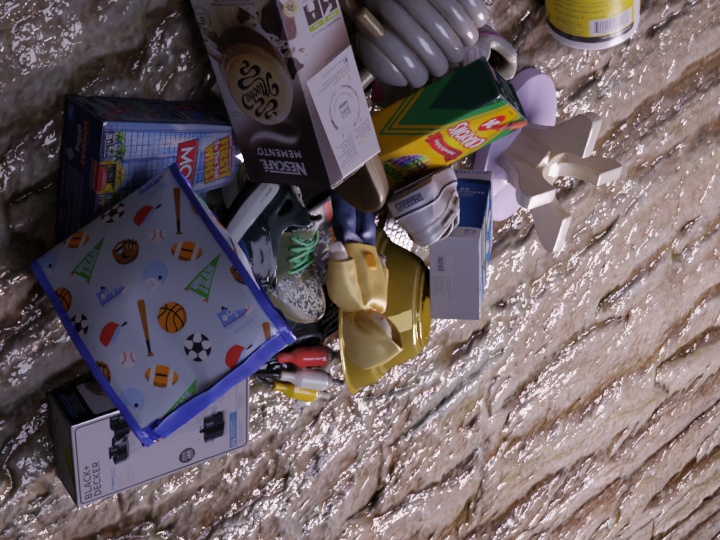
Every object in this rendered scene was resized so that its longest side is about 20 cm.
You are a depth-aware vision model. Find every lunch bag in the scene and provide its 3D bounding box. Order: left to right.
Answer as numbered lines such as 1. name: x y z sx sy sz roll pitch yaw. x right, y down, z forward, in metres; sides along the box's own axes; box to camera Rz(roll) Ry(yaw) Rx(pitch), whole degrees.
1. lunch bag: -0.169 0.039 1.436 0.170 0.200 0.124 -37 147 -1

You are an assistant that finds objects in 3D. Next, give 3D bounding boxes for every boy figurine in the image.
1. boy figurine: 0.000 0.000 1.669 0.124 0.064 0.201 27 52 -64

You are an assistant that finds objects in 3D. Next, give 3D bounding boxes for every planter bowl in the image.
1. planter bowl: 0.034 0.039 1.805 0.200 0.083 0.201 1 90 -80

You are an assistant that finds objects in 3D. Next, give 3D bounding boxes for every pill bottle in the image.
1. pill bottle: 0.262 -0.359 1.823 0.111 0.111 0.200 -38 142 -25

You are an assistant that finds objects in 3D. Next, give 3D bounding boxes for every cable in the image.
1. cable: -0.109 0.107 1.748 0.199 0.050 0.097 -4 132 -29

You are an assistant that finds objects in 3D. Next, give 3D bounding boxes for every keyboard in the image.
1. keyboard: 0.044 -0.043 1.905 0.056 0.011 0.201 -12 127 -46

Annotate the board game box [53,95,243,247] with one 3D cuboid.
1. board game box: -0.190 -0.083 1.533 0.199 0.062 0.201 -19 132 -41

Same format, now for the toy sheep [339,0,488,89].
1. toy sheep: 0.054 -0.256 1.642 0.200 0.138 0.138 -43 147 5

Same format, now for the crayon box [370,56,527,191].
1. crayon box: 0.067 -0.145 1.707 0.200 0.051 0.127 -26 165 15

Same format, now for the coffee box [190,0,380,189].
1. coffee box: -0.069 -0.183 1.491 0.080 0.113 0.201 -40 123 -39

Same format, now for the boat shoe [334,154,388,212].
1. boat shoe: -0.019 -0.155 1.612 0.064 0.071 0.200 -38 108 -38

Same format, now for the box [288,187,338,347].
1. box: -0.069 0.006 1.777 0.137 0.040 0.200 -37 141 -27

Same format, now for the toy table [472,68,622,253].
1. toy table: 0.221 -0.130 1.960 0.184 0.117 0.201 -29 139 -34

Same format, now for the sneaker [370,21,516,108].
1. sneaker: 0.096 -0.222 1.749 0.200 0.088 0.082 -30 138 -34

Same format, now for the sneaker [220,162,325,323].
1. sneaker: -0.072 -0.032 1.635 0.077 0.088 0.201 -42 119 -38

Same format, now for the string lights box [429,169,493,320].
1. string lights box: 0.117 -0.033 1.853 0.200 0.059 0.103 -71 161 -63

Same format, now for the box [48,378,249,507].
1. box: -0.215 0.155 1.662 0.199 0.060 0.117 -16 131 -26

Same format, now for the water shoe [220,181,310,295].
1. water shoe: -0.119 0.007 1.553 0.079 0.071 0.200 34 81 -14

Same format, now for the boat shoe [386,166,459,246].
1. boat shoe: 0.077 -0.065 1.723 0.072 0.066 0.200 -26 -176 8
